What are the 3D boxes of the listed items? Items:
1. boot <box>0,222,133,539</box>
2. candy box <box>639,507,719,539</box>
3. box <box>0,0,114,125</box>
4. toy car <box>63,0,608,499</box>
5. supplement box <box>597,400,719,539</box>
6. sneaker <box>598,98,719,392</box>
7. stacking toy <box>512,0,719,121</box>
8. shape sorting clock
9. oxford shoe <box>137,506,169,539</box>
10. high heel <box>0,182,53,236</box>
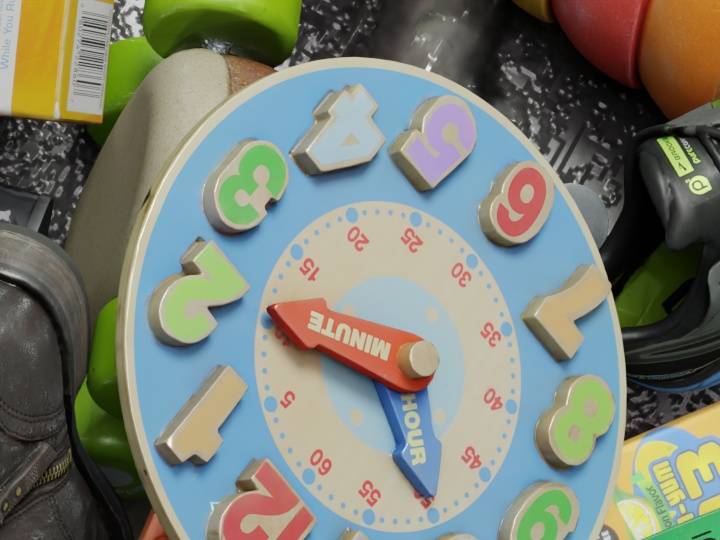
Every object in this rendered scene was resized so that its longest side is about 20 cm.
[{"bbox_3d":[-0.130,0.100,0.757,0.069,0.200,0.174,5,37,13],"label":"boot"},{"bbox_3d":[0.100,0.185,0.872,0.200,0.077,0.169,-21,110,-12],"label":"candy box"},{"bbox_3d":[-0.181,-0.120,0.911,0.200,0.041,0.119,7,93,24],"label":"box"},{"bbox_3d":[0.000,0.000,0.908,0.200,0.158,0.165,13,65,-16],"label":"toy car"},{"bbox_3d":[0.141,0.082,0.941,0.200,0.069,0.067,-23,79,-9],"label":"supplement box"},{"bbox_3d":[0.140,-0.032,0.872,0.083,0.200,0.071,10,40,-43],"label":"sneaker"},{"bbox_3d":[0.097,-0.134,0.974,0.200,0.146,0.146,25,74,18],"label":"stacking toy"},{"bbox_3d":[0.010,0.030,0.814,0.200,0.039,0.200,4,82,-33],"label":"shape sorting clock"},{"bbox_3d":[-0.059,0.141,0.859,0.071,0.073,0.200,8,105,-13],"label":"oxford shoe"},{"bbox_3d":[-0.201,0.016,0.871,0.142,0.071,0.200,17,38,2],"label":"high heel"}]
